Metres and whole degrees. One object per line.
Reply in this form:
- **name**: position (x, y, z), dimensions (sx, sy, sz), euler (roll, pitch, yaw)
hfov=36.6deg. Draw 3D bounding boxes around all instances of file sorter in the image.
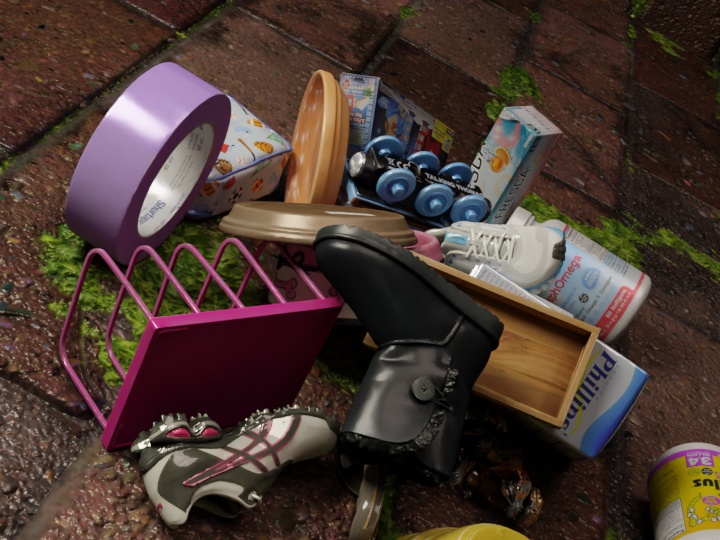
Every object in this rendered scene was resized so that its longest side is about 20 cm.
- **file sorter**: position (-0.148, 0.053, 0.979), dimensions (0.199, 0.139, 0.126), euler (-5, 43, -43)

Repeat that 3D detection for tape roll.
- **tape roll**: position (-0.212, -0.107, 1.102), dimensions (0.065, 0.201, 0.200), euler (32, 31, 5)

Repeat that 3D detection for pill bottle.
- **pill bottle**: position (0.349, 0.273, 1.092), dimensions (0.104, 0.105, 0.200), euler (24, 31, -7)
- **pill bottle**: position (0.269, 0.004, 1.422), dimensions (0.199, 0.109, 0.109), euler (32, 31, 7)

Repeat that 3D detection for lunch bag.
- **lunch bag**: position (-0.187, -0.145, 1.306), dimensions (0.160, 0.076, 0.200), euler (36, 32, 17)

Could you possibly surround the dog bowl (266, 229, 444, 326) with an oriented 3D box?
- **dog bowl**: position (0.000, 0.000, 1.152), dimensions (0.199, 0.074, 0.200), euler (1, 12, 0)

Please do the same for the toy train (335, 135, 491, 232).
- **toy train**: position (0.058, -0.077, 1.262), dimensions (0.199, 0.114, 0.087), euler (16, 38, -32)

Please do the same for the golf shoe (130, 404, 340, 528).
- **golf shoe**: position (-0.099, 0.168, 0.934), dimensions (0.199, 0.077, 0.089), euler (-1, 62, -37)

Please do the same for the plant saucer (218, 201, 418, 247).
- **plant saucer**: position (-0.041, -0.047, 1.081), dimensions (0.199, 0.030, 0.200), euler (5, 7, -1)

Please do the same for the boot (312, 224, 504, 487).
- **boot**: position (0.019, 0.075, 0.938), dimensions (0.200, 0.076, 0.169), euler (33, 62, -13)

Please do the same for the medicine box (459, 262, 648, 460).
- **medicine box**: position (0.177, 0.101, 1.127), dimensions (0.199, 0.103, 0.182), euler (34, -5, 10)

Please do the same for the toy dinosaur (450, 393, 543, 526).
- **toy dinosaur**: position (0.105, 0.169, 1.089), dimensions (0.135, 0.103, 0.200), euler (22, 6, -39)

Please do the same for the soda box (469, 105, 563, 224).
- **soda box**: position (0.183, -0.118, 1.441), dimensions (0.068, 0.201, 0.064), euler (-12, 48, -46)

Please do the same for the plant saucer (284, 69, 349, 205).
- **plant saucer**: position (-0.050, -0.130, 1.265), dimensions (0.037, 0.201, 0.201), euler (8, 35, -13)

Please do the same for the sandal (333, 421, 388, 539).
- **sandal**: position (-0.001, 0.174, 1.000), dimensions (0.054, 0.082, 0.201), euler (8, 39, 3)

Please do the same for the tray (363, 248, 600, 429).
- **tray**: position (0.113, 0.064, 1.028), dimensions (0.199, 0.099, 0.037), euler (23, -9, 9)

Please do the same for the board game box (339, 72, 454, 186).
- **board game box**: position (0.023, -0.114, 1.356), dimensions (0.061, 0.201, 0.200), euler (14, -5, 35)

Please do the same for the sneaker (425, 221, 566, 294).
- **sneaker**: position (0.135, -0.019, 1.173), dimensions (0.086, 0.075, 0.200), euler (20, -13, -31)

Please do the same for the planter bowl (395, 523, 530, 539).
- **planter bowl**: position (0.111, 0.276, 0.914), dimensions (0.199, 0.084, 0.201), euler (20, 32, -13)

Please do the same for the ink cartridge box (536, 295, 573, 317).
- **ink cartridge box**: position (0.151, 0.056, 1.311), dimensions (0.199, 0.057, 0.163), euler (33, 30, 0)
